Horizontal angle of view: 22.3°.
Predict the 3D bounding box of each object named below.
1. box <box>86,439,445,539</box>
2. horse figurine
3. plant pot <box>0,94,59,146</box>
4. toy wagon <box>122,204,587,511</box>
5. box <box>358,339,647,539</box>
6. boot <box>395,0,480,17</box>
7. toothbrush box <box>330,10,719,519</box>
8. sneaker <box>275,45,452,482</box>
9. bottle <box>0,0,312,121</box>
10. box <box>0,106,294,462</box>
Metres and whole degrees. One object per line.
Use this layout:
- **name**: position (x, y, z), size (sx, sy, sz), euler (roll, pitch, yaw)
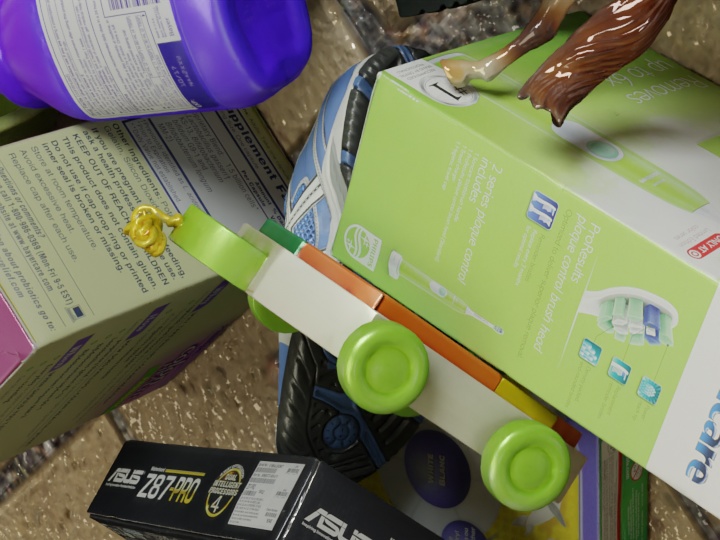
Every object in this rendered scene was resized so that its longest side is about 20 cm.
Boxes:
- **box**: position (-0.018, 0.139, 0.849), size (0.161, 0.049, 0.199), euler (37, 159, -23)
- **horse figurine**: position (0.063, -0.152, 0.656), size (0.132, 0.050, 0.202), euler (-25, 78, 13)
- **plant pot**: position (-0.248, -0.060, 0.995), size (0.199, 0.199, 0.191), euler (36, 139, 26)
- **toy wagon**: position (-0.001, 0.025, 0.713), size (0.199, 0.040, 0.155), euler (36, 178, -19)
- **box**: position (0.041, 0.085, 0.871), size (0.199, 0.048, 0.119), euler (12, 113, 40)
- **boot**: position (0.076, -0.200, 0.716), size (0.197, 0.073, 0.164), euler (-15, 98, 36)
- **toothbrush box**: position (0.112, -0.011, 0.704), size (0.199, 0.145, 0.087), euler (35, 126, 27)
- **sneaker**: position (0.000, 0.000, 0.835), size (0.077, 0.075, 0.202), euler (11, 88, 67)
- **bottle**: position (-0.116, -0.110, 0.830), size (0.199, 0.065, 0.084), euler (-2, 117, 39)
- **box**: position (-0.147, 0.010, 0.902), size (0.176, 0.199, 0.097), euler (-42, 77, 42)
